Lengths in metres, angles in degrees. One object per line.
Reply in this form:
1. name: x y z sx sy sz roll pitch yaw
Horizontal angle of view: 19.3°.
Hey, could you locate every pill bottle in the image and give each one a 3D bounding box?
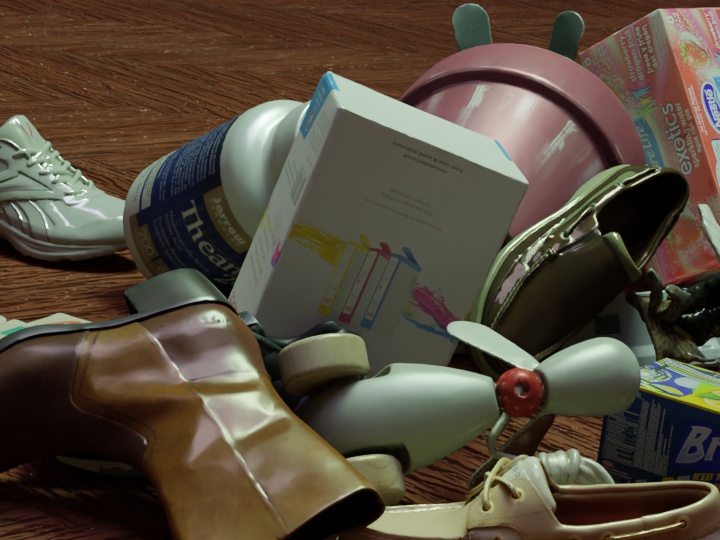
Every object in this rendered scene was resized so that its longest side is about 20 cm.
1. pill bottle: -0.069 -0.052 1.460 0.111 0.111 0.200 -7 -10 -39

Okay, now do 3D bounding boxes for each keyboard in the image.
1. keyboard: 0.168 0.045 1.441 0.200 0.056 0.011 -4 -10 -32

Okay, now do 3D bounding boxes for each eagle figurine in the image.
1. eagle figurine: 0.281 0.033 1.396 0.200 0.152 0.151 -2 -4 -9

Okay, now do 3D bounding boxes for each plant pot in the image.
1. plant pot: 0.086 -0.038 1.500 0.200 0.200 0.179 10 31 18

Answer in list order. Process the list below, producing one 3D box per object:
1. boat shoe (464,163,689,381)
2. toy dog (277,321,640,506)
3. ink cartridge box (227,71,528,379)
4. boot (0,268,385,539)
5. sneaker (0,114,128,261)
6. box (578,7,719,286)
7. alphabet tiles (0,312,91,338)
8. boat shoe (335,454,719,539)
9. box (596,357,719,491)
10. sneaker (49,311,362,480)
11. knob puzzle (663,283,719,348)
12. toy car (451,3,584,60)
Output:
1. boat shoe: 0.145 -0.007 1.377 0.075 0.075 0.202 -11 32 52
2. toy dog: 0.047 0.085 1.176 0.200 0.132 0.096 11 -17 -6
3. ink cartridge box: 0.000 0.000 1.311 0.125 0.200 0.129 21 12 -10
4. boot: -0.112 0.106 1.084 0.188 0.069 0.200 -22 47 -18
5. sneaker: -0.250 -0.066 1.616 0.200 0.100 0.078 11 16 20
6. box: 0.260 -0.096 1.650 0.103 0.200 0.095 -8 -13 -42
7. alphabet tiles: -0.204 0.058 1.335 0.200 0.015 0.196 13 16 29
8. boat shoe: 0.087 0.127 1.070 0.200 0.069 0.074 3 16 -2
9. box: 0.238 0.109 1.205 0.200 0.064 0.070 17 19 36
10. sneaker: -0.091 0.064 1.208 0.200 0.088 0.076 -2 17 -25
11. knob puzzle: 0.308 0.029 1.598 0.219 0.031 0.220 5 15 -1
12. toy car: 0.114 -0.118 1.693 0.164 0.200 0.158 8 -11 14
